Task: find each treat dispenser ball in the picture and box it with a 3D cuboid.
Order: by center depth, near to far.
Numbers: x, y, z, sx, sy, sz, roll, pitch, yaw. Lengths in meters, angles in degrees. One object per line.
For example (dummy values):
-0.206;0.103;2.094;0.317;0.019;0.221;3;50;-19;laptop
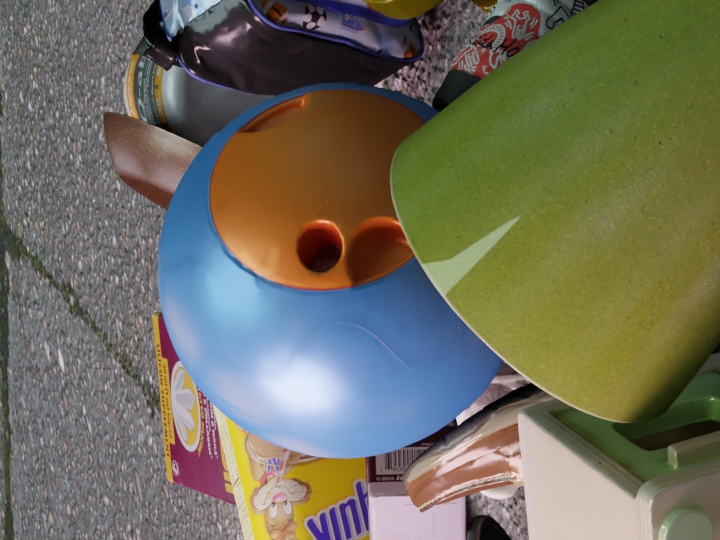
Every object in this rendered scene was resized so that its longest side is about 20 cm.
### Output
-0.010;0.000;1.579;0.201;0.200;0.202;172;90;-68;treat dispenser ball

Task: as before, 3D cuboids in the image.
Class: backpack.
-0.050;-0.211;1.843;0.154;0.199;0.191;-37;60;27;backpack

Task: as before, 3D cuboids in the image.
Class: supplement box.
0.032;0.094;1.799;0.109;0.060;0.201;88;-179;-46;supplement box
-0.067;0.095;2.091;0.200;0.103;0.132;-174;78;-67;supplement box

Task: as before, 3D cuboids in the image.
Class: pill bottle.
-0.104;-0.129;2.081;0.200;0.116;0.117;-170;74;-73;pill bottle

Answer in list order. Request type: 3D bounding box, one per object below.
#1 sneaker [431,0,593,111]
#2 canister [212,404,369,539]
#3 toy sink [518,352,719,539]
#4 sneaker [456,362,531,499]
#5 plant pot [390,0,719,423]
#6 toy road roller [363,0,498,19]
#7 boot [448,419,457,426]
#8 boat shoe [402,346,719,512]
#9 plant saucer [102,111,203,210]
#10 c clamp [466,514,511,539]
0.100;-0.101;1.669;0.067;0.108;0.201;30;172;17;sneaker
-0.013;0.146;1.917;0.087;0.148;0.201;124;135;-59;canister
0.180;0.128;1.439;0.200;0.130;0.113;-141;41;-61;toy sink
0.095;0.045;1.676;0.100;0.074;0.201;-68;-16;-48;sneaker
0.148;-0.061;1.412;0.200;0.186;0.188;-46;50;27;plant pot
0.064;-0.233;1.676;0.200;0.146;0.123;-49;40;12;toy road roller
0.000;0.000;1.765;0.078;0.137;0.201;84;-168;-46;boot
0.114;0.091;1.583;0.199;0.076;0.074;-29;89;28;boat shoe
-0.094;-0.047;1.999;0.037;0.200;0.200;-63;23;-5;plant saucer
0.100;0.251;1.740;0.171;0.027;0.201;41;-144;-54;c clamp
